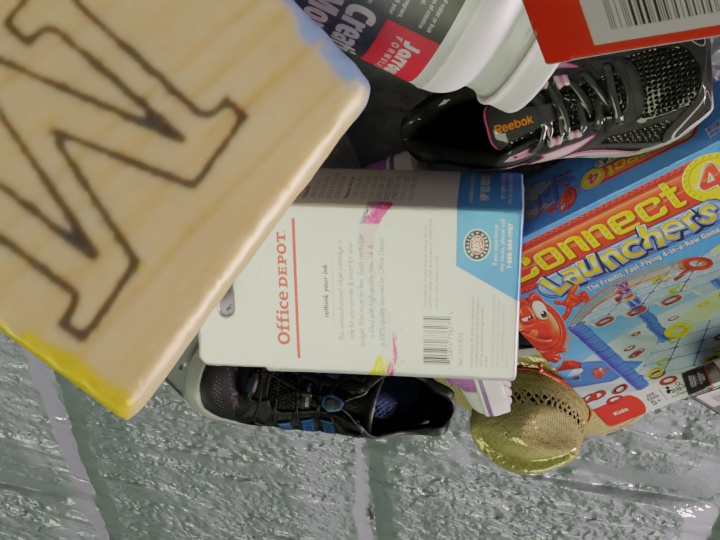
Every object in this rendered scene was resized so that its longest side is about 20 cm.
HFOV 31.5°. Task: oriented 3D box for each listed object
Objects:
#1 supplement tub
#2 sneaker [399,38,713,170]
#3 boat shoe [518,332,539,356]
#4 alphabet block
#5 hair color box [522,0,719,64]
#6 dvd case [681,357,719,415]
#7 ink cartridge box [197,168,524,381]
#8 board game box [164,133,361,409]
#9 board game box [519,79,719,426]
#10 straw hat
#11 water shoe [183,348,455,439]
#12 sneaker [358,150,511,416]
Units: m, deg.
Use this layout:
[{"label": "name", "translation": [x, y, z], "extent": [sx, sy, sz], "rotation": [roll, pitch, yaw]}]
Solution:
[{"label": "supplement tub", "translation": [0.018, -0.180, 0.665], "extent": [0.199, 0.141, 0.140], "rotation": [25, 143, -9]}, {"label": "sneaker", "translation": [0.112, -0.092, 0.760], "extent": [0.199, 0.086, 0.081], "rotation": [-14, 99, 34]}, {"label": "boat shoe", "translation": [0.073, 0.015, 0.943], "extent": [0.198, 0.074, 0.061], "rotation": [7, 124, -5]}, {"label": "alphabet block", "translation": [-0.152, -0.077, 0.626], "extent": [0.196, 0.201, 0.195], "rotation": [42, 167, -28]}, {"label": "hair color box", "translation": [0.139, -0.183, 0.560], "extent": [0.110, 0.201, 0.064], "rotation": [-5, 137, 27]}, {"label": "dvd case", "translation": [0.331, 0.056, 0.856], "extent": [0.199, 0.022, 0.146], "rotation": [-27, 152, 24]}, {"label": "ink cartridge box", "translation": [0.000, 0.000, 0.793], "extent": [0.198, 0.068, 0.116], "rotation": [2, 114, 6]}, {"label": "board game box", "translation": [-0.081, -0.021, 0.841], "extent": [0.026, 0.200, 0.200], "rotation": [36, 167, 26]}, {"label": "board game box", "translation": [0.201, -0.001, 0.854], "extent": [0.199, 0.056, 0.196], "rotation": [-28, 126, 27]}, {"label": "straw hat", "translation": [0.137, 0.118, 1.042], "extent": [0.200, 0.085, 0.202], "rotation": [11, 142, 9]}, {"label": "water shoe", "translation": [-0.022, 0.078, 0.878], "extent": [0.199, 0.072, 0.079], "rotation": [5, -175, -34]}, {"label": "sneaker", "translation": [0.026, 0.024, 0.876], "extent": [0.114, 0.073, 0.201], "rotation": [-23, 107, 14]}]
